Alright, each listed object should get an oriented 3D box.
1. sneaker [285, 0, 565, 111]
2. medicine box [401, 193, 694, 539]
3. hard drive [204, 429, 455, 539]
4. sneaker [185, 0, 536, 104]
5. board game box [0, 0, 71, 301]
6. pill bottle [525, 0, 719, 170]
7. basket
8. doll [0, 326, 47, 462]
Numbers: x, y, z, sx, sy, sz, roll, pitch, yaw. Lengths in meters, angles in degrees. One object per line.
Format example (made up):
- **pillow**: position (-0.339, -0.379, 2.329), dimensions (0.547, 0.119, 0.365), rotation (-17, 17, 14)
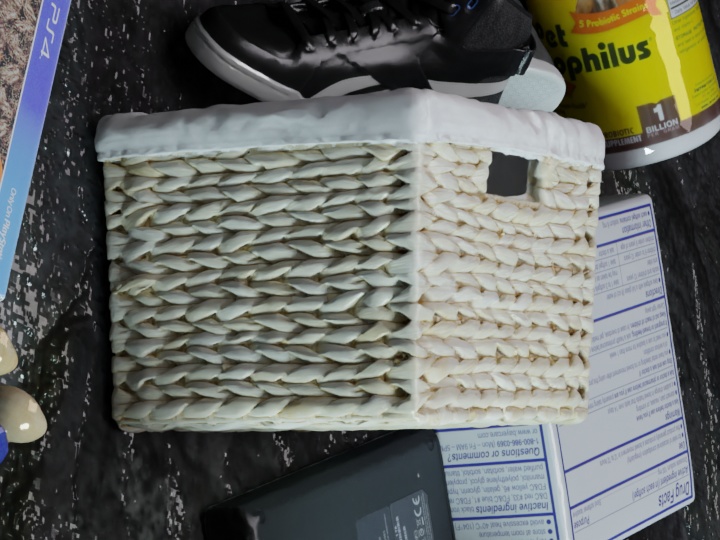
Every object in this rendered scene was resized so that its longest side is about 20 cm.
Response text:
- **sneaker**: position (0.024, -0.147, 1.500), dimensions (0.199, 0.071, 0.099), rotation (12, 43, -37)
- **medicine box**: position (0.108, 0.066, 1.548), dimensions (0.182, 0.103, 0.201), rotation (-15, 97, -58)
- **hard drive**: position (-0.008, 0.174, 1.409), dimensions (0.200, 0.033, 0.140), rotation (-16, 99, -58)
- **sneaker**: position (0.008, -0.139, 1.383), dimensions (0.199, 0.112, 0.073), rotation (12, 31, -40)
- **board game box**: position (-0.226, -0.094, 1.050), dimensions (0.200, 0.096, 0.160), rotation (38, 54, -49)
- **pill bottle**: position (0.163, -0.174, 1.675), dimensions (0.109, 0.109, 0.201), rotation (-38, 116, -54)
- **basket**: position (0.000, 0.000, 1.300), dimensions (0.198, 0.199, 0.162), rotation (5, 82, -58)
- **doll**: position (-0.212, 0.102, 1.081), dimensions (0.200, 0.048, 0.137), rotation (-53, 138, -40)
